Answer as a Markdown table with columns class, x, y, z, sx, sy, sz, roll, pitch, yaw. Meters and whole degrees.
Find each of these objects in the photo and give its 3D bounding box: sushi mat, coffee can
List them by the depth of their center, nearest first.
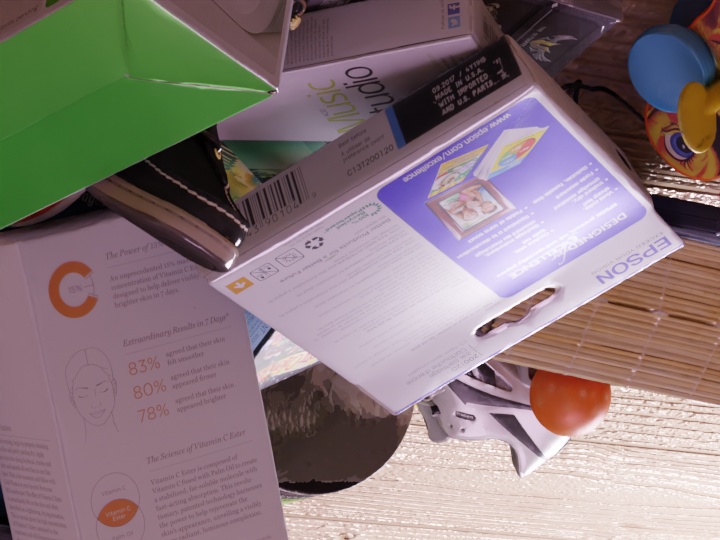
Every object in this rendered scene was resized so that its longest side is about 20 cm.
| class | x | y | z | sx | sy | sz | roll | pitch | yaw |
| --- | --- | --- | --- | --- | --- | --- | --- | --- | --- |
| sushi mat | 0.168 | 0.024 | 1.318 | 0.198 | 0.096 | 0.012 | 12 | -165 | -21 |
| coffee can | -0.068 | 0.084 | 1.503 | 0.145 | 0.148 | 0.200 | 8 | 166 | -21 |

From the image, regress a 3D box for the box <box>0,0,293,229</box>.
| class | x | y | z | sx | sy | sz | roll | pitch | yaw |
| --- | --- | --- | --- | --- | --- | --- | --- | --- | --- |
| box | -0.121 | -0.135 | 1.007 | 0.199 | 0.178 | 0.096 | -21 | 138 | 39 |

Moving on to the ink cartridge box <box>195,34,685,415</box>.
| class | x | y | z | sx | sy | sz | roll | pitch | yaw |
| --- | --- | --- | --- | --- | --- | --- | --- | --- | --- |
| ink cartridge box | 0.044 | -0.017 | 1.191 | 0.197 | 0.044 | 0.200 | -31 | 144 | 16 |

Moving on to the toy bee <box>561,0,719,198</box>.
| class | x | y | z | sx | sy | sz | roll | pitch | yaw |
| --- | --- | --- | --- | --- | --- | --- | --- | --- | --- |
| toy bee | 0.193 | -0.095 | 1.213 | 0.131 | 0.109 | 0.200 | -41 | -176 | -22 |

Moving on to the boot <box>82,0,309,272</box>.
| class | x | y | z | sx | sy | sz | roll | pitch | yaw |
| --- | --- | --- | --- | --- | --- | --- | --- | --- | --- |
| boot | -0.071 | -0.092 | 1.063 | 0.073 | 0.151 | 0.200 | 36 | -177 | -28 |

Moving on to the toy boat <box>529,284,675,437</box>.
| class | x | y | z | sx | sy | sz | roll | pitch | yaw |
| --- | --- | --- | --- | --- | --- | --- | --- | --- | --- |
| toy boat | 0.136 | 0.038 | 1.420 | 0.129 | 0.132 | 0.200 | 9 | -179 | 3 |

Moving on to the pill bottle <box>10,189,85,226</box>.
| class | x | y | z | sx | sy | sz | roll | pitch | yaw |
| --- | --- | --- | --- | --- | --- | --- | --- | --- | --- |
| pill bottle | -0.219 | -0.108 | 1.147 | 0.115 | 0.117 | 0.200 | -15 | 153 | 27 |

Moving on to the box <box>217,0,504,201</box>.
| class | x | y | z | sx | sy | sz | roll | pitch | yaw |
| --- | --- | --- | --- | --- | --- | --- | --- | --- | --- |
| box | -0.013 | -0.085 | 1.191 | 0.198 | 0.037 | 0.144 | -8 | 155 | 20 |

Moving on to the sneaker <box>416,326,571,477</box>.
| class | x | y | z | sx | sy | sz | roll | pitch | yaw |
| --- | --- | --- | --- | --- | --- | --- | --- | --- | --- |
| sneaker | 0.054 | 0.065 | 1.508 | 0.199 | 0.089 | 0.074 | 35 | -173 | -8 |

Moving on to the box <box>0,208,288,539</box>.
| class | x | y | z | sx | sy | sz | roll | pitch | yaw |
| --- | --- | --- | --- | --- | --- | --- | --- | --- | --- |
| box | -0.129 | 0.069 | 1.237 | 0.124 | 0.202 | 0.097 | -14 | -173 | -31 |

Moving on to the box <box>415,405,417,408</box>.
| class | x | y | z | sx | sy | sz | roll | pitch | yaw |
| --- | --- | --- | --- | --- | --- | --- | --- | --- | --- |
| box | 0.107 | 0.044 | 1.589 | 0.199 | 0.051 | 0.075 | -14 | 154 | 26 |

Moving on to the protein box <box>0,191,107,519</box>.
| class | x | y | z | sx | sy | sz | roll | pitch | yaw |
| --- | --- | --- | --- | --- | --- | --- | --- | --- | --- |
| protein box | -0.189 | 0.045 | 1.346 | 0.197 | 0.202 | 0.134 | 18 | 171 | -36 |

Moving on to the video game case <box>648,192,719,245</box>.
| class | x | y | z | sx | sy | sz | roll | pitch | yaw |
| --- | --- | --- | --- | --- | --- | --- | --- | --- | --- |
| video game case | 0.181 | -0.030 | 1.343 | 0.142 | 0.019 | 0.200 | 12 | -178 | 30 |

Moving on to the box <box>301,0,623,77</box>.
| class | x | y | z | sx | sy | sz | roll | pitch | yaw |
| --- | --- | --- | --- | --- | --- | --- | --- | --- | --- |
| box | 0.020 | -0.125 | 1.205 | 0.157 | 0.049 | 0.200 | 10 | 154 | -25 |

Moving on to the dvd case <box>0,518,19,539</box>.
| class | x | y | z | sx | sy | sz | roll | pitch | yaw |
| --- | --- | --- | --- | --- | --- | --- | --- | --- | --- |
| dvd case | -0.166 | 0.167 | 1.353 | 0.199 | 0.022 | 0.146 | 18 | 172 | -31 |

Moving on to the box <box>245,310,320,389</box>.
| class | x | y | z | sx | sy | sz | roll | pitch | yaw |
| --- | --- | --- | --- | --- | --- | --- | --- | --- | --- |
| box | 0.000 | 0.000 | 1.338 | 0.199 | 0.038 | 0.137 | -23 | 158 | -46 |
